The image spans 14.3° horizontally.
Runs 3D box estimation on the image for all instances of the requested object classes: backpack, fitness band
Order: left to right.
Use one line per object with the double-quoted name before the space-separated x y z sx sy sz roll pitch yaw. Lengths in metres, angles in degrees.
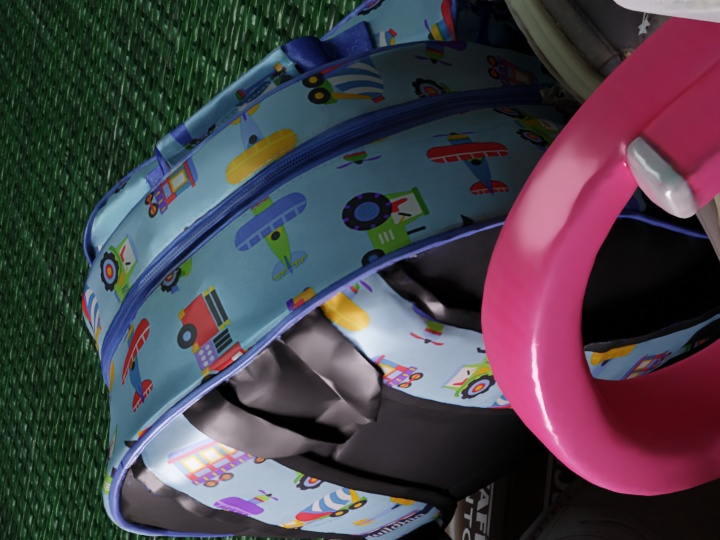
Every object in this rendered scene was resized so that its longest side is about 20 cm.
"backpack" 0.000 0.000 0.842 0.183 0.200 0.135 -37 69 24
"fitness band" 0.118 -0.026 0.689 0.037 0.200 0.144 48 173 35

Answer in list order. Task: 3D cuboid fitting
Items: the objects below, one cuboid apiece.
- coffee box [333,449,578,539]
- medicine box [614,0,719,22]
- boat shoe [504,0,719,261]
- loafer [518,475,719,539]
"coffee box" 0.058 0.068 1.033 0.200 0.080 0.113 -174 91 -74
"medicine box" 0.161 -0.140 0.579 0.103 0.182 0.200 -168 84 -73
"boat shoe" 0.111 -0.060 0.798 0.073 0.200 0.074 -36 5 37
"loafer" 0.072 0.105 0.866 0.200 0.070 0.070 -52 -12 -37
